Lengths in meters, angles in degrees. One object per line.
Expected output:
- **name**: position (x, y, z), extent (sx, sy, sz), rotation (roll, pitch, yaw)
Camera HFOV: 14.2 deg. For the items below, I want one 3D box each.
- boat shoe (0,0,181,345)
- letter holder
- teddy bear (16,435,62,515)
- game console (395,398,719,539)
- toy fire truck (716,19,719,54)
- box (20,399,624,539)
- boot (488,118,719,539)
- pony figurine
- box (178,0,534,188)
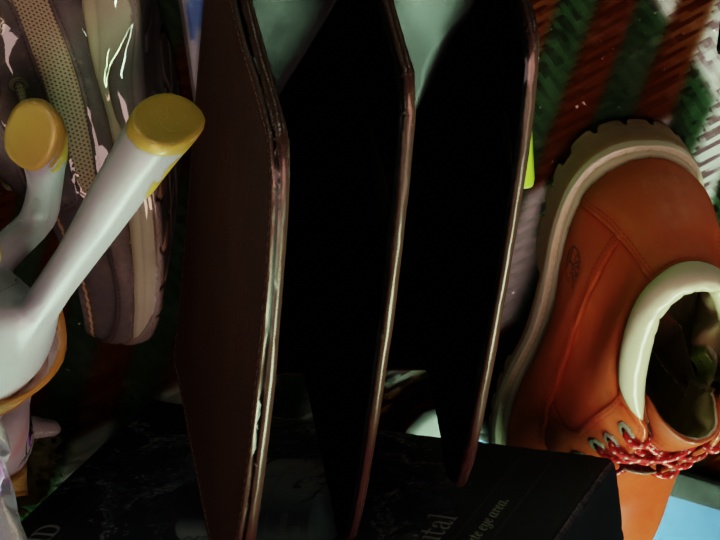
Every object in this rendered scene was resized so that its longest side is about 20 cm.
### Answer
- **boat shoe**: position (-0.104, -0.064, 1.006), extent (0.073, 0.075, 0.201), rotation (-1, 122, 5)
- **letter holder**: position (0.000, 0.000, 0.961), extent (0.100, 0.143, 0.201), rotation (-1, 130, -10)
- **teddy bear**: position (-0.188, 0.075, 1.091), extent (0.145, 0.067, 0.201), rotation (-32, 139, -14)
- **game console**: position (0.079, 0.171, 1.193), extent (0.199, 0.173, 0.119), rotation (17, 150, -22)
- **toy fire truck**: position (0.242, -0.121, 0.983), extent (0.199, 0.175, 0.129), rotation (5, 94, -46)
- **box**: position (-0.028, 0.147, 1.041), extent (0.199, 0.197, 0.118), rotation (5, 114, 22)
- **boot**: position (0.100, 0.056, 1.098), extent (0.075, 0.107, 0.201), rotation (-5, 125, -14)
- **pony figurine**: position (-0.143, 0.042, 0.943), extent (0.166, 0.193, 0.201), rotation (36, 133, 15)
- **box**: position (-0.005, -0.109, 0.996), extent (0.121, 0.048, 0.201), rotation (-10, 130, -4)
